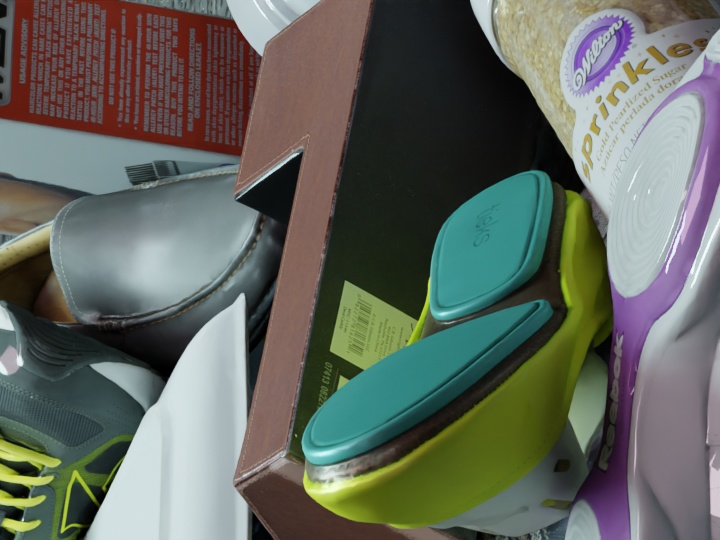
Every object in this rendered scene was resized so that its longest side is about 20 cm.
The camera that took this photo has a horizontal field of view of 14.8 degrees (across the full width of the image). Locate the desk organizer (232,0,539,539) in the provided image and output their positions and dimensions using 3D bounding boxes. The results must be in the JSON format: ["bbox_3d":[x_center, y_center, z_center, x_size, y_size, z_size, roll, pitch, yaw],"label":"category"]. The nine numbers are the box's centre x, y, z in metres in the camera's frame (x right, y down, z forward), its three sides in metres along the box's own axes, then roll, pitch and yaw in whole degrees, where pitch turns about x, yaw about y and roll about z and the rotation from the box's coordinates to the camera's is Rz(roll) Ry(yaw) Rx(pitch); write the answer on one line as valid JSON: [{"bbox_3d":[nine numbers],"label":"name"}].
[{"bbox_3d":[0.000,0.000,0.899,0.077,0.072,0.200,-33,38,47],"label":"desk organizer"}]

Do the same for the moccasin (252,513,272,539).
[{"bbox_3d":[-0.010,0.181,0.963,0.068,0.080,0.200,-3,-100,-80],"label":"moccasin"}]

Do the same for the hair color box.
[{"bbox_3d":[-0.085,-0.053,1.082,0.111,0.200,0.064,139,136,-60],"label":"hair color box"}]

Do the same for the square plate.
[{"bbox_3d":[-0.077,0.139,0.983,0.198,0.028,0.200,118,156,-52],"label":"square plate"}]

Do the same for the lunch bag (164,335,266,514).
[{"bbox_3d":[-0.048,0.112,1.100,0.161,0.082,0.200,-114,37,-51],"label":"lunch bag"}]

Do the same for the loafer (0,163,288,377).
[{"bbox_3d":[-0.085,0.001,1.040,0.200,0.072,0.073,-29,44,52],"label":"loafer"}]

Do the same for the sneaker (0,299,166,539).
[{"bbox_3d":[-0.123,0.078,1.058,0.200,0.074,0.085,104,-170,-69],"label":"sneaker"}]

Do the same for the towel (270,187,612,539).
[{"bbox_3d":[0.050,0.085,0.859,0.200,0.035,0.193,-45,36,27],"label":"towel"}]

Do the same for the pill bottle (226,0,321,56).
[{"bbox_3d":[0.025,-0.147,0.956,0.200,0.112,0.112,130,142,-53],"label":"pill bottle"}]

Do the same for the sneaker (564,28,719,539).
[{"bbox_3d":[0.110,0.024,0.701,0.075,0.100,0.200,-118,35,-71],"label":"sneaker"}]

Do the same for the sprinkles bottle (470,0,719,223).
[{"bbox_3d":[0.091,-0.047,0.818,0.200,0.068,0.068,-116,39,-54],"label":"sprinkles bottle"}]

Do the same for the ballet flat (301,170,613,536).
[{"bbox_3d":[0.039,0.033,0.754,0.067,0.067,0.200,63,-159,-13],"label":"ballet flat"}]
